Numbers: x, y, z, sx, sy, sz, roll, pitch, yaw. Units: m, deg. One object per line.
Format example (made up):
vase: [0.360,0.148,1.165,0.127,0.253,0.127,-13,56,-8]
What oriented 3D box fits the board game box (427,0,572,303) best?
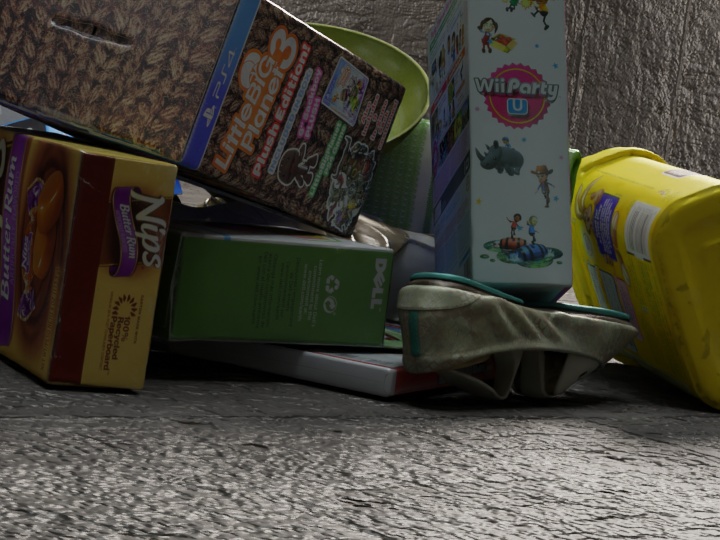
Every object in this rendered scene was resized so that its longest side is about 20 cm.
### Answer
board game box: [0.083,-0.073,1.246,0.064,0.200,0.148,0,-12,-7]

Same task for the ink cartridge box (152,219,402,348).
ink cartridge box: [-0.050,0.006,1.162,0.200,0.059,0.104,4,5,-38]

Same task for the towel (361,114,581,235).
towel: [0.039,-0.026,1.367,0.200,0.149,0.031,11,6,22]

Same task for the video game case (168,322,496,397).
video game case: [-0.003,0.048,1.216,0.143,0.017,0.200,10,6,26]

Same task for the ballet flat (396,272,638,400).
ballet flat: [0.087,0.045,1.166,0.067,0.062,0.200,-3,-10,43]

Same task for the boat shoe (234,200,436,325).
boat shoe: [0.000,0.000,1.334,0.200,0.075,0.068,15,2,18]

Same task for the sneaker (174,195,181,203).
sneaker: [-0.161,-0.051,1.456,0.083,0.072,0.200,29,18,15]

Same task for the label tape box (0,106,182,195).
label tape box: [-0.225,-0.073,1.311,0.200,0.063,0.144,-18,29,-3]

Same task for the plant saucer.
plant saucer: [-0.054,-0.108,1.350,0.200,0.031,0.200,2,32,-1]

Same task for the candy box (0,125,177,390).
candy box: [-0.164,-0.012,1.086,0.056,0.117,0.200,7,4,-26]

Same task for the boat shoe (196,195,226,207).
boat shoe: [-0.101,-0.022,1.537,0.200,0.072,0.076,8,5,5]

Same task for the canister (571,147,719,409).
canister: [0.202,0.003,1.318,0.087,0.149,0.200,-20,12,-8]

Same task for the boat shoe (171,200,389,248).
boat shoe: [-0.081,-0.002,1.289,0.200,0.068,0.072,2,28,5]

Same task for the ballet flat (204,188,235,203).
ballet flat: [-0.048,-0.035,1.463,0.200,0.046,0.067,43,12,23]

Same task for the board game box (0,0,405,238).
board game box: [-0.096,-0.103,1.143,0.159,0.097,0.200,20,-2,28]
